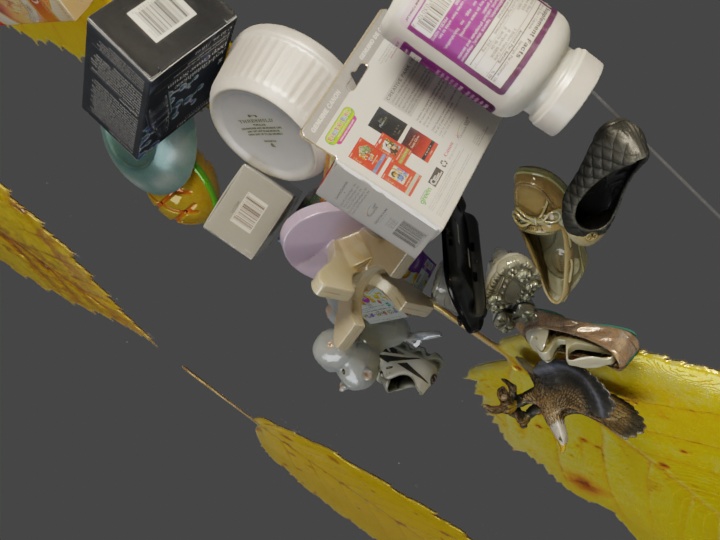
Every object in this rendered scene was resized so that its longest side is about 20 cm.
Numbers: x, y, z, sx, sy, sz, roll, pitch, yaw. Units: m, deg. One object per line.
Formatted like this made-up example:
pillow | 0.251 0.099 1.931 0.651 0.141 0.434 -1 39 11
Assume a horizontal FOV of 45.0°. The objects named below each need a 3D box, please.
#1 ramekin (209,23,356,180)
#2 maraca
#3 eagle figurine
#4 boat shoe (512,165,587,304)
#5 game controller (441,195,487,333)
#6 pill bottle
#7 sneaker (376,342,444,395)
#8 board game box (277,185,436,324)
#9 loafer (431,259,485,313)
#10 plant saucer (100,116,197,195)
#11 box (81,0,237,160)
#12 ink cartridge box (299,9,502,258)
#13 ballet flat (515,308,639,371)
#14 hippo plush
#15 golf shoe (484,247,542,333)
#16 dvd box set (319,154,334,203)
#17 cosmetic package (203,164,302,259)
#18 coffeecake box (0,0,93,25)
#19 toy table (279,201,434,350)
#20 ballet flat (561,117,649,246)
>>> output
ramekin | -0.101 -0.202 1.104 0.201 0.095 0.203 24 152 14
maraca | -0.289 -0.154 1.361 0.136 0.107 0.201 9 137 33
eagle figurine | 0.311 0.198 1.310 0.199 0.152 0.152 -20 98 33
boat shoe | 0.229 -0.042 1.065 0.073 0.063 0.201 11 146 33
game controller | 0.124 -0.019 1.086 0.042 0.201 0.104 -23 129 21
pill bottle | 0.127 -0.219 0.830 0.199 0.113 0.112 34 152 -4
sneaker | 0.046 0.172 1.575 0.199 0.089 0.074 12 148 36
board game box | -0.003 -0.027 1.280 0.200 0.103 0.105 43 150 -21
loafer | 0.145 0.027 1.206 0.069 0.071 0.200 17 180 18
plant saucer | -0.326 -0.205 1.279 0.199 0.039 0.203 13 115 31
box | -0.257 -0.260 1.092 0.107 0.149 0.200 43 153 0
ink cartridge box | 0.042 -0.149 0.930 0.175 0.201 0.084 33 153 -4
ballet flat | 0.291 0.100 1.231 0.199 0.068 0.068 8 144 38
hippo plush | -0.006 0.128 1.471 0.199 0.161 0.159 38 151 -12
golf shoe | 0.186 0.008 1.136 0.078 0.098 0.200 -17 156 1
dvd box set | 0.026 -0.127 1.086 0.145 0.030 0.200 -6 153 -9
cosmetic package | -0.147 -0.088 1.235 0.090 0.107 0.200 33 -176 -6
coffeecake box | -0.460 -0.410 1.148 0.199 0.073 0.154 9 146 37
toy table | 0.000 0.000 1.122 0.198 0.118 0.185 2 132 -28
ballet flat | 0.264 -0.084 0.954 0.066 0.057 0.201 -12 148 -7
